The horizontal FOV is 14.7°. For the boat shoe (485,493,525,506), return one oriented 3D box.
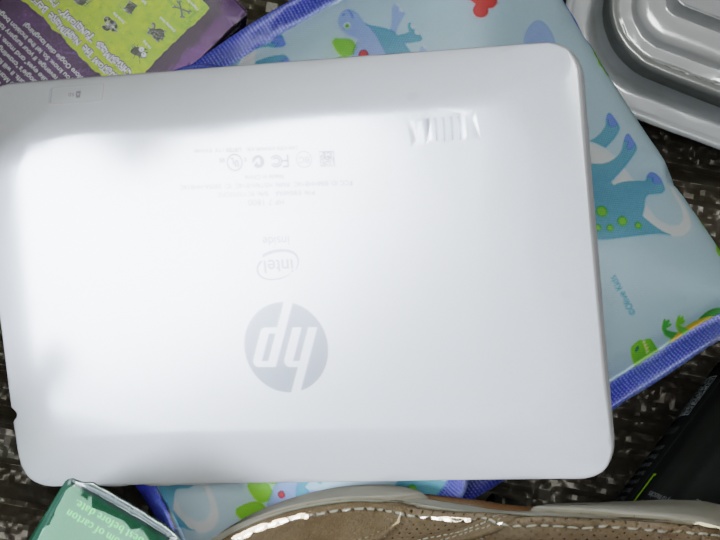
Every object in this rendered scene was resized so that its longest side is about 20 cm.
[{"bbox_3d":[-0.016,0.144,0.914,0.065,0.073,0.200,41,80,0],"label":"boat shoe"}]

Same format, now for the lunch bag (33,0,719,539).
[{"bbox_3d":[0.000,0.000,0.917,0.200,0.127,0.170,-31,85,-6],"label":"lunch bag"}]

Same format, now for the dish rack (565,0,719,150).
[{"bbox_3d":[0.170,-0.130,0.973,0.171,0.044,0.200,19,71,-11],"label":"dish rack"}]

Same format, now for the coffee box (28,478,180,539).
[{"bbox_3d":[-0.126,0.165,0.878,0.044,0.123,0.200,30,77,-3],"label":"coffee box"}]

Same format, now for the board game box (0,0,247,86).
[{"bbox_3d":[-0.151,-0.114,0.972,0.200,0.032,0.120,44,76,4],"label":"board game box"}]

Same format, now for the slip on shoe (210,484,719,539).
[{"bbox_3d":[0.025,0.108,0.831,0.200,0.061,0.076,-2,108,19],"label":"slip on shoe"}]

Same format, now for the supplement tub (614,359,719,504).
[{"bbox_3d":[0.124,0.120,0.907,0.122,0.123,0.200,38,79,2],"label":"supplement tub"}]

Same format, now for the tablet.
[{"bbox_3d":[-0.023,0.002,0.855,0.200,0.014,0.130,-3,97,23],"label":"tablet"}]
